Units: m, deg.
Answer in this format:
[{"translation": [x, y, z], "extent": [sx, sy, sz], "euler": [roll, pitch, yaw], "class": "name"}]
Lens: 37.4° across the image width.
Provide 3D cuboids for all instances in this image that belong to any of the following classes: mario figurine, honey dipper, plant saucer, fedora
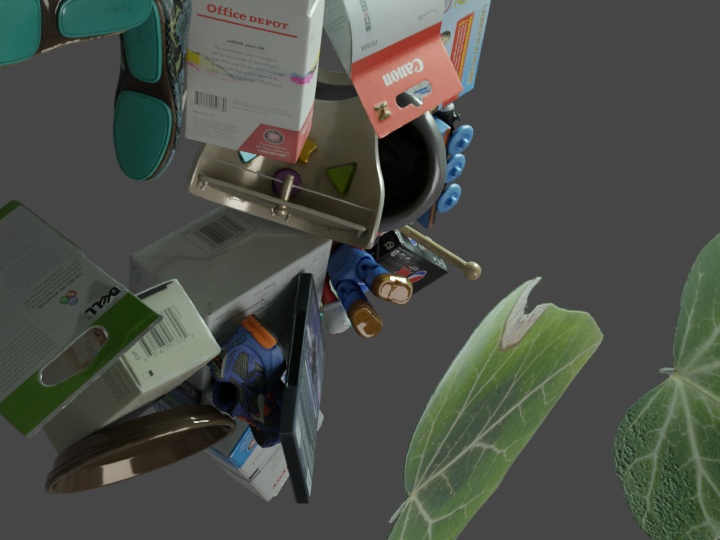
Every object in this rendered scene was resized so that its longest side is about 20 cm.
[{"translation": [0.000, 0.000, 1.260], "extent": [0.123, 0.200, 0.106], "euler": [-18, 126, -13], "class": "mario figurine"}, {"translation": [0.066, -0.045, 1.310], "extent": [0.038, 0.200, 0.038], "euler": [-41, 150, -30], "class": "honey dipper"}, {"translation": [-0.224, 0.180, 1.081], "extent": [0.199, 0.030, 0.200], "euler": [-20, 165, -6], "class": "plant saucer"}, {"translation": [0.004, -0.137, 1.233], "extent": [0.090, 0.199, 0.178], "euler": [-61, 161, -73], "class": "fedora"}]

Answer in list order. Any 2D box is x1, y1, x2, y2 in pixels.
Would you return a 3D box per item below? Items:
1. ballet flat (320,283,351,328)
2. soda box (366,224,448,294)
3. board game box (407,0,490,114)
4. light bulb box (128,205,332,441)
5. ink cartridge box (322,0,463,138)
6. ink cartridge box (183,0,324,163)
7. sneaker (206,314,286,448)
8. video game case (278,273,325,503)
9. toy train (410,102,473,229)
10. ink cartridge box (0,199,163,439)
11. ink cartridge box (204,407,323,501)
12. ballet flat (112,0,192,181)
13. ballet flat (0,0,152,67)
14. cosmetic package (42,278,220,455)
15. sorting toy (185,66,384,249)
[{"translation": [-0.046, 0.032, 1.370], "extent": [0.200, 0.069, 0.072], "euler": [25, 70, -72], "class": "ballet flat"}, {"translation": [0.049, -0.023, 1.445], "extent": [0.071, 0.064, 0.200], "euler": [-32, 159, 14], "class": "soda box"}, {"translation": [0.077, -0.281, 1.299], "extent": [0.196, 0.056, 0.201], "euler": [-36, 148, -38], "class": "board game box"}, {"translation": [-0.150, 0.050, 1.196], "extent": [0.198, 0.125, 0.201], "euler": [-33, 147, -41], "class": "light bulb box"}, {"translation": [0.036, -0.263, 1.117], "extent": [0.162, 0.201, 0.057], "euler": [-34, -172, -40], "class": "ink cartridge box"}, {"translation": [-0.098, -0.209, 0.983], "extent": [0.068, 0.116, 0.201], "euler": [-71, 174, -49], "class": "ink cartridge box"}, {"translation": [-0.121, 0.127, 1.129], "extent": [0.078, 0.075, 0.201], "euler": [-30, 141, -19], "class": "sneaker"}, {"translation": [-0.060, 0.125, 1.136], "extent": [0.143, 0.019, 0.201], "euler": [84, 8, -50], "class": "video game case"}, {"translation": [0.082, -0.141, 1.448], "extent": [0.114, 0.087, 0.201], "euler": [-29, 146, -30], "class": "toy train"}, {"translation": [-0.275, 0.052, 0.885], "extent": [0.148, 0.200, 0.076], "euler": [-43, 152, -25], "class": "ink cartridge box"}, {"translation": [-0.137, 0.205, 1.431], "extent": [0.147, 0.086, 0.200], "euler": [-56, 157, -19], "class": "ink cartridge box"}, {"translation": [-0.181, -0.173, 0.957], "extent": [0.074, 0.074, 0.201], "euler": [-32, 149, -42], "class": "ballet flat"}, {"translation": [-0.250, -0.197, 0.799], "extent": [0.200, 0.065, 0.071], "euler": [-22, 137, -47], "class": "ballet flat"}, {"translation": [-0.237, 0.098, 1.035], "extent": [0.103, 0.088, 0.200], "euler": [-29, 174, -45], "class": "cosmetic package"}, {"translation": [-0.062, -0.137, 1.120], "extent": [0.107, 0.199, 0.181], "euler": [-166, -86, -82], "class": "sorting toy"}]
